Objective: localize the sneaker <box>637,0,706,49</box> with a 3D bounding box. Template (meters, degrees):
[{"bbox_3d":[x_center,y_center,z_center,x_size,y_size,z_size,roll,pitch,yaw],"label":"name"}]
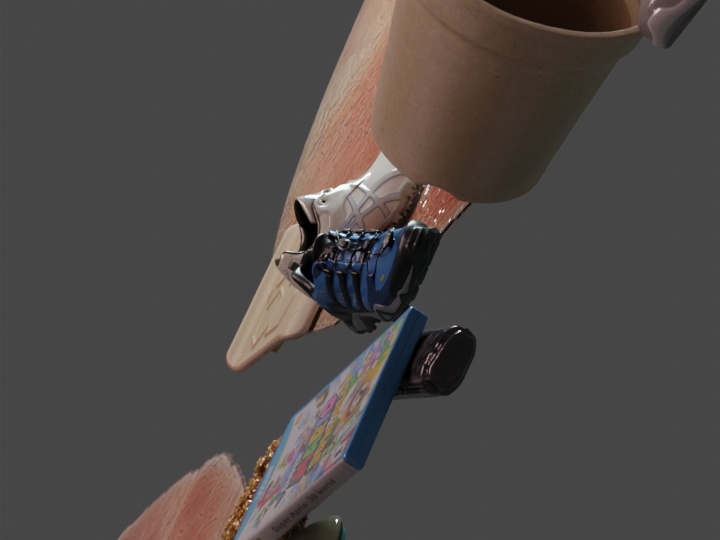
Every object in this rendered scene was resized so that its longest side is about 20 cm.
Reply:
[{"bbox_3d":[0.195,-0.218,1.446,0.075,0.082,0.200,-54,12,38],"label":"sneaker"}]

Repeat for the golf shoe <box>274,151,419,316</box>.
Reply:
[{"bbox_3d":[-0.008,-0.059,2.016,0.200,0.097,0.078,-65,9,-30],"label":"golf shoe"}]

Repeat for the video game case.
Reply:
[{"bbox_3d":[-0.026,0.123,1.598,0.200,0.018,0.143,-45,16,50],"label":"video game case"}]

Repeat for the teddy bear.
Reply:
[{"bbox_3d":[-0.086,0.210,1.751,0.145,0.067,0.200,-55,11,44],"label":"teddy bear"}]

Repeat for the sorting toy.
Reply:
[{"bbox_3d":[-0.061,0.012,2.287,0.185,0.036,0.200,-65,15,-20],"label":"sorting toy"}]

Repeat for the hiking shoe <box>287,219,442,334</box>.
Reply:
[{"bbox_3d":[0.000,0.000,1.831,0.074,0.087,0.200,-66,11,-24],"label":"hiking shoe"}]

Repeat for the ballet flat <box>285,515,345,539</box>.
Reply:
[{"bbox_3d":[-0.071,0.250,1.570,0.069,0.069,0.200,-46,18,58],"label":"ballet flat"}]

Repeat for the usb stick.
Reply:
[{"bbox_3d":[0.040,0.069,1.600,0.056,0.033,0.200,-56,8,-11],"label":"usb stick"}]

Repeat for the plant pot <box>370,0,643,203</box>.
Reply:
[{"bbox_3d":[0.095,-0.156,1.551,0.201,0.200,0.184,-73,4,-50],"label":"plant pot"}]
